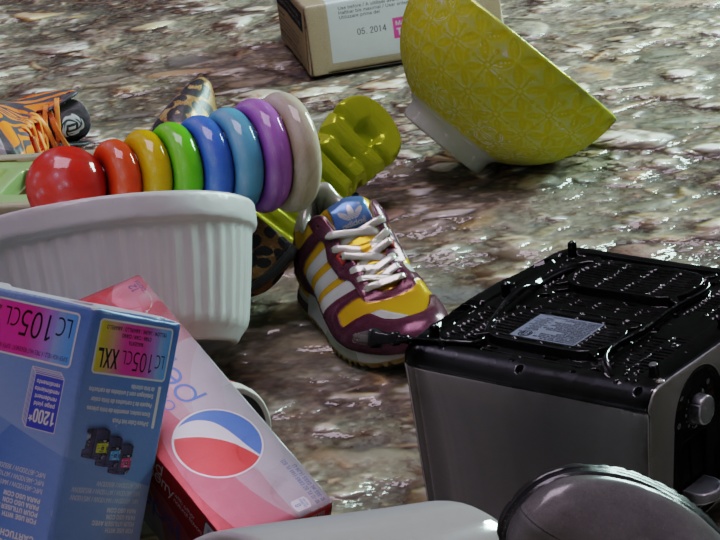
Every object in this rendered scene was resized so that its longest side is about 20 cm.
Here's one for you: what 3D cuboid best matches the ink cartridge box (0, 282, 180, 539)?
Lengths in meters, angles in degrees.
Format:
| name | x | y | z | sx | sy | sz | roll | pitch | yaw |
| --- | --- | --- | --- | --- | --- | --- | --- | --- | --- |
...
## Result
| name | x | y | z | sx | sy | sz | roll | pitch | yaw |
| --- | --- | --- | --- | --- | --- | --- | --- | --- | --- |
| ink cartridge box | -0.183 | 0.111 | 1.247 | 0.136 | 0.200 | 0.076 | 10 | 0 | 38 |

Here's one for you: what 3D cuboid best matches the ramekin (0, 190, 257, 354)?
| name | x | y | z | sx | sy | sz | roll | pitch | yaw |
| --- | --- | --- | --- | --- | --- | --- | --- | --- | --- |
| ramekin | -0.163 | 0.012 | 1.523 | 0.202 | 0.094 | 0.202 | -7 | -7 | -1 |

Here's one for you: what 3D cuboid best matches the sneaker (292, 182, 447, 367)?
| name | x | y | z | sx | sy | sz | roll | pitch | yaw |
| --- | --- | --- | --- | --- | --- | --- | --- | --- | --- |
| sneaker | 0.000 | 0.000 | 1.590 | 0.075 | 0.090 | 0.200 | -15 | 21 | -21 |

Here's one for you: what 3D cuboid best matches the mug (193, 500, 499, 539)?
| name | x | y | z | sx | sy | sz | roll | pitch | yaw |
| --- | --- | --- | --- | --- | --- | --- | --- | --- | --- |
| mug | 0.017 | 0.188 | 1.052 | 0.153 | 0.187 | 0.149 | -14 | -21 | -42 |

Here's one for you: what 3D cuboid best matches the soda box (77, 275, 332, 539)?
| name | x | y | z | sx | sy | sz | roll | pitch | yaw |
| --- | --- | --- | --- | --- | --- | --- | --- | --- | --- |
| soda box | -0.099 | 0.094 | 1.287 | 0.070 | 0.063 | 0.200 | -23 | 52 | -29 |

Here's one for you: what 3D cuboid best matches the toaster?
| name | x | y | z | sx | sy | sz | roll | pitch | yaw |
| --- | --- | --- | --- | --- | --- | --- | --- | --- | --- |
| toaster | 0.133 | 0.068 | 1.315 | 0.200 | 0.119 | 0.181 | 9 | 25 | 37 |

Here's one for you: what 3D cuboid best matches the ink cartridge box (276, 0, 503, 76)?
| name | x | y | z | sx | sy | sz | roll | pitch | yaw |
| --- | --- | --- | --- | --- | --- | --- | --- | --- | --- |
| ink cartridge box | 0.027 | -0.260 | 2.318 | 0.200 | 0.075 | 0.165 | -10 | 19 | -10 |

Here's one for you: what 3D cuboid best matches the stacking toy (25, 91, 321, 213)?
| name | x | y | z | sx | sy | sz | roll | pitch | yaw |
| --- | --- | --- | --- | --- | --- | --- | --- | --- | --- |
| stacking toy | -0.131 | -0.066 | 1.584 | 0.200 | 0.085 | 0.085 | -11 | 20 | -24 |

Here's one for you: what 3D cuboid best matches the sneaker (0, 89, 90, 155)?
| name | x | y | z | sx | sy | sz | roll | pitch | yaw |
| --- | --- | --- | --- | --- | --- | --- | --- | --- | --- |
| sneaker | -0.288 | -0.123 | 2.046 | 0.112 | 0.078 | 0.200 | -14 | 21 | -14 |

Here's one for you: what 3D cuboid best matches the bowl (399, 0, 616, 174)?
| name | x | y | z | sx | sy | sz | roll | pitch | yaw |
| --- | --- | --- | --- | --- | --- | --- | --- | --- | --- |
| bowl | 0.099 | -0.143 | 1.893 | 0.108 | 0.200 | 0.200 | -52 | 23 | 5 |

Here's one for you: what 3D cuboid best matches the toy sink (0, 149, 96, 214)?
| name | x | y | z | sx | sy | sz | roll | pitch | yaw |
| --- | --- | --- | --- | --- | --- | --- | --- | --- | --- |
| toy sink | -0.265 | -0.021 | 1.710 | 0.200 | 0.112 | 0.130 | -3 | 20 | 12 |

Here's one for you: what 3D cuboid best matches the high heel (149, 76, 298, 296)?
| name | x | y | z | sx | sy | sz | roll | pitch | yaw |
| --- | --- | --- | --- | --- | --- | --- | --- | --- | --- |
| high heel | -0.090 | -0.065 | 1.691 | 0.143 | 0.071 | 0.200 | -12 | 57 | 34 |

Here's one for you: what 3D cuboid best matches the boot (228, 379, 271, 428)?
| name | x | y | z | sx | sy | sz | roll | pitch | yaw |
| --- | --- | --- | --- | --- | --- | --- | --- | --- | --- |
| boot | -0.169 | 0.107 | 1.405 | 0.200 | 0.072 | 0.144 | -16 | 14 | -23 |

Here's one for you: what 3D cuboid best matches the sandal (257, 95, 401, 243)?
| name | x | y | z | sx | sy | sz | roll | pitch | yaw |
| --- | --- | --- | --- | --- | --- | --- | --- | --- | --- |
| sandal | -0.049 | -0.056 | 1.813 | 0.200 | 0.079 | 0.087 | -37 | -2 | -42 |

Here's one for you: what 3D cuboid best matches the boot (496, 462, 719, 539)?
| name | x | y | z | sx | sy | sz | roll | pitch | yaw |
| --- | --- | --- | --- | --- | --- | --- | --- | --- | --- |
| boot | 0.156 | 0.161 | 0.999 | 0.200 | 0.070 | 0.132 | 28 | 13 | -13 |
